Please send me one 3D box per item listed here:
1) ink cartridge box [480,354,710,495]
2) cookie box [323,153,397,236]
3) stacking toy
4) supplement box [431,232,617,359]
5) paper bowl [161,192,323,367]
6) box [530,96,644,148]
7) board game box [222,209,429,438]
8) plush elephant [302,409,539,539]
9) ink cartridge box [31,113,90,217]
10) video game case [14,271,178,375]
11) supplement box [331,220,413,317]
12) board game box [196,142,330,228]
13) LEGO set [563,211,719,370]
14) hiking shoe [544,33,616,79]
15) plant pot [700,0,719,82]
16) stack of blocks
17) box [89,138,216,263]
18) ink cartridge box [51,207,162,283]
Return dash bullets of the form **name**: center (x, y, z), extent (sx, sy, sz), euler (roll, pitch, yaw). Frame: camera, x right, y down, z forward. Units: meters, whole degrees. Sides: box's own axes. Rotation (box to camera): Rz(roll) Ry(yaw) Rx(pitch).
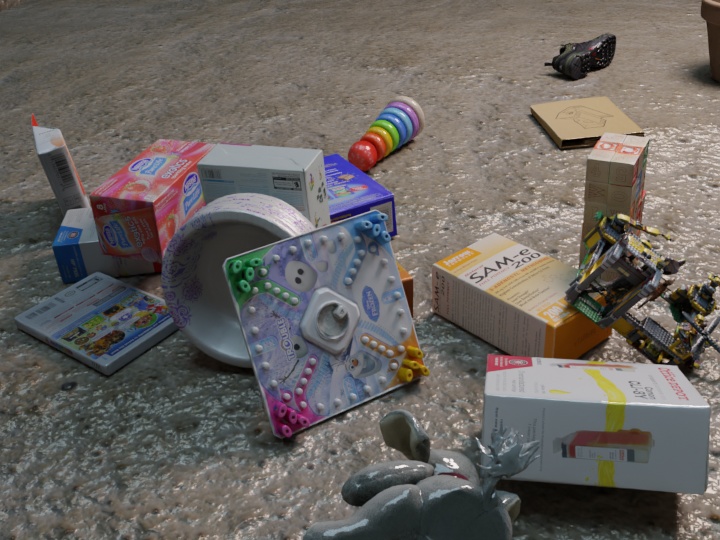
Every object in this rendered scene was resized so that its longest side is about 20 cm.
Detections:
- **ink cartridge box**: center (0.218, 0.142, 0.776), extent (0.197, 0.085, 0.145), euler (3, 9, 10)
- **cookie box**: center (-0.063, -0.103, 1.266), extent (0.169, 0.076, 0.200), euler (-18, 34, -21)
- **stacking toy**: center (0.043, -0.245, 1.499), extent (0.084, 0.086, 0.200), euler (13, 42, 27)
- **supplement box**: center (0.200, 0.035, 1.006), extent (0.125, 0.075, 0.199), euler (-25, 37, -33)
- **paper bowl**: center (-0.129, 0.006, 0.968), extent (0.197, 0.204, 0.105), euler (3, 23, 12)
- **box**: center (0.436, -0.290, 1.568), extent (0.161, 0.022, 0.201), euler (-6, 32, -3)
- **board game box**: center (-0.030, 0.056, 0.886), extent (0.198, 0.203, 0.026), euler (-19, 7, -24)
- **plush elephant**: center (0.060, 0.209, 0.679), extent (0.164, 0.155, 0.200), euler (42, 82, 2)
- **ink cartridge box**: center (-0.489, -0.161, 1.331), extent (0.049, 0.164, 0.200), euler (-19, 34, -12)
- **video game case**: center (-0.347, 0.065, 1.079), extent (0.198, 0.018, 0.143), euler (18, 37, 33)
- **supplement box**: center (0.000, 0.000, 1.098), extent (0.066, 0.070, 0.200), euler (-14, 30, -21)
- **board game box**: center (-0.115, -0.057, 1.039), extent (0.145, 0.202, 0.065), euler (7, 35, 18)
- **LEGO set**: center (0.334, 0.010, 0.899), extent (0.200, 0.116, 0.154), euler (44, 54, 7)
- **hiking shoe**: center (0.516, -0.510, 1.870), extent (0.199, 0.077, 0.100), euler (-30, 42, -34)
- **plant pot**: center (0.817, -0.494, 1.710), extent (0.197, 0.177, 0.201), euler (-3, 31, 2)
- **stack of blocks**: center (0.328, -0.071, 1.041), extent (0.058, 0.203, 0.115), euler (11, 35, 26)
- **box**: center (-0.284, -0.105, 1.147), extent (0.101, 0.096, 0.201), euler (7, 33, 15)
- **ink cartridge box**: center (-0.349, -0.049, 1.219), extent (0.197, 0.068, 0.117), euler (-6, 32, -3)
